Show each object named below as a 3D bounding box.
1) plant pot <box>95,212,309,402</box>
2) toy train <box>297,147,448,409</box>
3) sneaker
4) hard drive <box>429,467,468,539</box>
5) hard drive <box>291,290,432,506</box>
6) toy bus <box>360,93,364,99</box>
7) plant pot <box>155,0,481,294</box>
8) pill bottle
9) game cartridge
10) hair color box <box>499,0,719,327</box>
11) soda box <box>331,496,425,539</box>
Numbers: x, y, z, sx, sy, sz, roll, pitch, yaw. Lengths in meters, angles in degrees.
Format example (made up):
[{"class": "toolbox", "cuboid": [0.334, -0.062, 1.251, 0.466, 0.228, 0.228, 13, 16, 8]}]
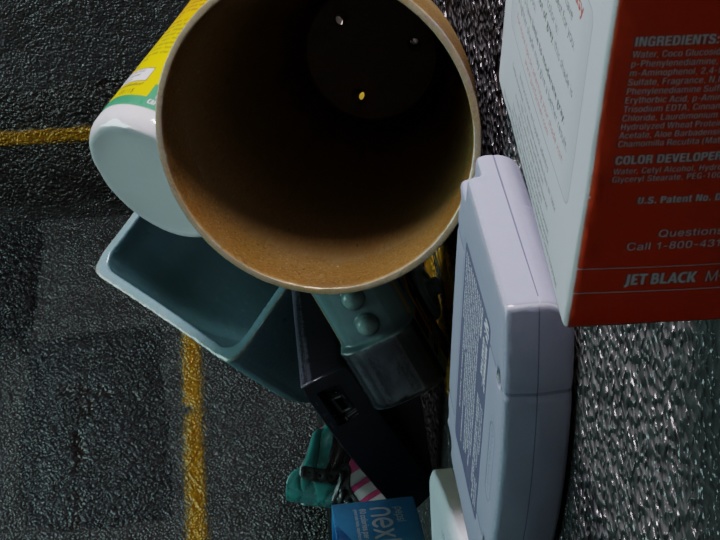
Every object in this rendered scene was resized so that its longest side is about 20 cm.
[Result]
[{"class": "plant pot", "cuboid": [-0.073, 0.004, 1.234, 0.195, 0.197, 0.200, 29, 168, 37]}, {"class": "toy train", "cuboid": [0.000, 0.000, 0.972, 0.201, 0.084, 0.114, 61, -166, -23]}, {"class": "sneaker", "cuboid": [-0.015, 0.234, 1.390, 0.084, 0.119, 0.202, 92, 172, -51]}, {"class": "hard drive", "cuboid": [0.072, 0.224, 0.887, 0.200, 0.026, 0.134, -112, 19, -78]}, {"class": "hard drive", "cuboid": [0.005, 0.095, 1.109, 0.201, 0.042, 0.136, 56, -161, -44]}, {"class": "toy bus", "cuboid": [-0.017, -0.214, 1.141, 0.200, 0.134, 0.195, -130, 53, -80]}, {"class": "plant pot", "cuboid": [-0.010, -0.111, 0.850, 0.200, 0.184, 0.189, -68, -22, -66]}, {"class": "pill bottle", "cuboid": [-0.092, -0.132, 0.968, 0.201, 0.112, 0.113, -58, -16, -31]}, {"class": "game cartridge", "cuboid": [0.072, 0.062, 0.696, 0.134, 0.040, 0.202, -94, 3, -49]}, {"class": "hair color box", "cuboid": [0.078, -0.096, 0.331, 0.112, 0.063, 0.202, -97, 4, -45]}, {"class": "soda box", "cuboid": [0.019, 0.237, 0.980, 0.200, 0.067, 0.065, -106, 13, -72]}]
